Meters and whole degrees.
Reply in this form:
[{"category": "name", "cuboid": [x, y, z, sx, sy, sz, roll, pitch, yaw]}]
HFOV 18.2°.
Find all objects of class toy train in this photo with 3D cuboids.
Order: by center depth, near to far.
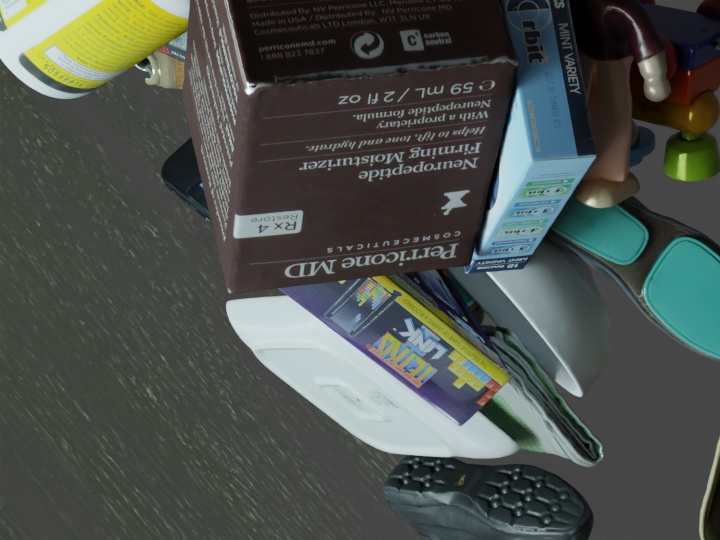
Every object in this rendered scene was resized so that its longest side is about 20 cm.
[{"category": "toy train", "cuboid": [0.212, -0.108, 1.429, 0.200, 0.085, 0.116, 18, 127, 42]}]

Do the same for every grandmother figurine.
[{"category": "grandmother figurine", "cuboid": [0.146, -0.138, 1.364, 0.121, 0.061, 0.200, 32, 136, 41]}]

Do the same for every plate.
[{"category": "plate", "cuboid": [0.001, 0.089, 1.737, 0.200, 0.032, 0.200, 40, 161, -20]}]

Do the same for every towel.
[{"category": "towel", "cuboid": [0.077, 0.091, 1.704, 0.200, 0.031, 0.149, 5, 142, 51]}]

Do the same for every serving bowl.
[{"category": "serving bowl", "cuboid": [0.110, -0.006, 1.583, 0.200, 0.066, 0.200, 47, 176, 4]}]

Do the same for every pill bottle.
[{"category": "pill bottle", "cuboid": [-0.147, -0.200, 1.467, 0.200, 0.111, 0.111, -26, 92, 37]}]

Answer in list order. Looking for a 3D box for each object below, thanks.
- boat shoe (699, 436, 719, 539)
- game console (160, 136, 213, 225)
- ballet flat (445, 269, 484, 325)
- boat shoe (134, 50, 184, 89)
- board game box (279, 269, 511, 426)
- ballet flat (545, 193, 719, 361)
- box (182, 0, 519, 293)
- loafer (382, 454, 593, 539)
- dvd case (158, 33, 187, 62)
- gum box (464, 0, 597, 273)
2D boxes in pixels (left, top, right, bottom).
[{"category": "boat shoe", "cuboid": [0.278, 0.111, 1.508, 0.073, 0.063, 0.200, 36, 136, 30]}, {"category": "game console", "cuboid": [-0.047, -0.104, 1.703, 0.200, 0.172, 0.119, 38, 164, 32]}, {"category": "ballet flat", "cuboid": [0.013, -0.002, 1.743, 0.200, 0.068, 0.068, 40, 148, 28]}, {"category": "boat shoe", "cuboid": [-0.153, -0.195, 1.751, 0.200, 0.068, 0.075, -128, 31, -61]}, {"category": "board game box", "cuboid": [0.000, 0.000, 1.568, 0.200, 0.057, 0.165, 39, -166, -34]}, {"category": "ballet flat", "cuboid": [0.192, -0.012, 1.519, 0.200, 0.073, 0.073, 35, 143, -9]}, {"category": "box", "cuboid": [-0.013, -0.116, 1.385, 0.200, 0.166, 0.164, 99, 160, -53]}, {"category": "loafer", "cuboid": [0.105, 0.190, 1.765, 0.200, 0.068, 0.070, 6, 136, 45]}, {"category": "dvd case", "cuboid": [-0.096, -0.210, 1.675, 0.200, 0.146, 0.022, 26, 153, 38]}, {"category": "gum box", "cuboid": [0.091, -0.111, 1.411, 0.200, 0.044, 0.170, 113, 150, -70]}]
